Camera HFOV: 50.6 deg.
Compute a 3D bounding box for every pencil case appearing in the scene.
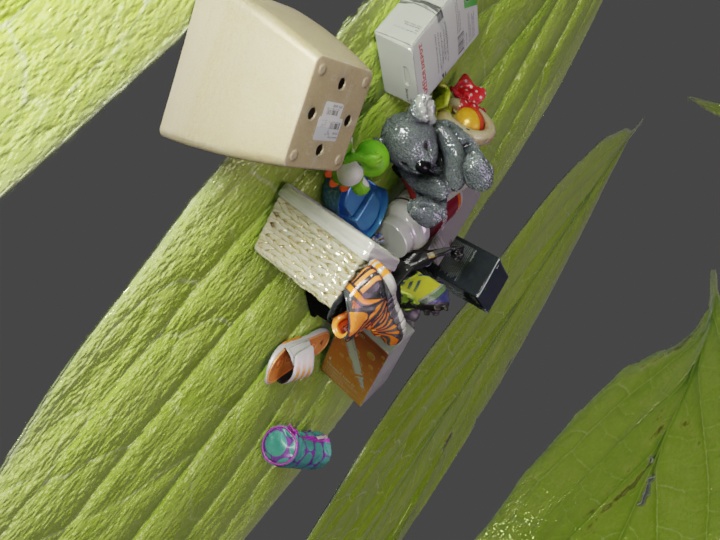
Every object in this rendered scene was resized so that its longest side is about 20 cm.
[{"bbox_3d":[-0.133,0.378,1.628,0.092,0.085,0.200,-45,156,4],"label":"pencil case"}]

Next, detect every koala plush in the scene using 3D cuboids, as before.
[{"bbox_3d":[0.103,-0.213,1.341,0.176,0.187,0.198,-36,142,26],"label":"koala plush"}]

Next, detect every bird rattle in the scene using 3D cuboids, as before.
[{"bbox_3d":[0.198,-0.302,1.510,0.198,0.164,0.113,-9,143,-48],"label":"bird rattle"}]

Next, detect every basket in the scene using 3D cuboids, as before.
[{"bbox_3d":[-0.058,-0.028,1.236,0.125,0.199,0.135,-57,155,3],"label":"basket"}]

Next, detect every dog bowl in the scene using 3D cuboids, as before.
[{"bbox_3d":[-0.011,-0.130,1.393,0.113,0.049,0.200,-57,155,-10],"label":"dog bowl"}]

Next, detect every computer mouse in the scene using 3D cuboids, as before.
[{"bbox_3d":[0.125,-0.018,1.587,0.140,0.195,0.047,-149,-129,-88],"label":"computer mouse"}]

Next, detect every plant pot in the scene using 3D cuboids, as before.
[{"bbox_3d":[-0.102,-0.227,0.969,0.199,0.175,0.204,-7,122,-60],"label":"plant pot"}]

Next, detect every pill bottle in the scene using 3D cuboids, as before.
[{"bbox_3d":[0.118,-0.117,1.579,0.200,0.112,0.114,-43,149,-34],"label":"pill bottle"}]

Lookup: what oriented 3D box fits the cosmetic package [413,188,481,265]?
[{"bbox_3d":[0.185,-0.129,1.729,0.202,0.089,0.107,-56,151,-6],"label":"cosmetic package"}]

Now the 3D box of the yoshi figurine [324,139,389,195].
[{"bbox_3d":[-0.016,-0.204,1.216,0.200,0.110,0.115,52,43,-52],"label":"yoshi figurine"}]

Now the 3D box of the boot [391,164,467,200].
[{"bbox_3d":[0.156,-0.214,1.523,0.199,0.146,0.072,-35,-176,-31],"label":"boot"}]

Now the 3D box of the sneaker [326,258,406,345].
[{"bbox_3d":[0.005,0.074,1.186,0.111,0.077,0.202,-38,143,-15],"label":"sneaker"}]

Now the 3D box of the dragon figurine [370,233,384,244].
[{"bbox_3d":[0.000,0.000,1.523,0.059,0.100,0.199,-35,180,-42],"label":"dragon figurine"}]

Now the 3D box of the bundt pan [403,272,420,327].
[{"bbox_3d":[0.093,0.092,1.703,0.205,0.075,0.202,-63,179,-2],"label":"bundt pan"}]

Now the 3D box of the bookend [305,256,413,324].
[{"bbox_3d":[-0.005,0.040,1.399,0.092,0.198,0.201,-46,150,-27],"label":"bookend"}]

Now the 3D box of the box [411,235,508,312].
[{"bbox_3d":[0.235,-0.006,1.812,0.108,0.198,0.148,-58,154,-5],"label":"box"}]

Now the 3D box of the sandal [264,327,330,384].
[{"bbox_3d":[-0.107,0.169,1.496,0.205,0.059,0.081,-27,138,-51],"label":"sandal"}]

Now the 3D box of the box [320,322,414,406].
[{"bbox_3d":[0.011,0.167,1.594,0.097,0.124,0.202,-37,160,-41],"label":"box"}]

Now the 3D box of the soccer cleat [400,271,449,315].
[{"bbox_3d":[0.109,0.041,1.571,0.198,0.086,0.064,13,150,-44],"label":"soccer cleat"}]

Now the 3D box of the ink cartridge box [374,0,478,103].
[{"bbox_3d":[0.117,-0.411,1.314,0.201,0.083,0.147,-52,153,-20],"label":"ink cartridge box"}]
